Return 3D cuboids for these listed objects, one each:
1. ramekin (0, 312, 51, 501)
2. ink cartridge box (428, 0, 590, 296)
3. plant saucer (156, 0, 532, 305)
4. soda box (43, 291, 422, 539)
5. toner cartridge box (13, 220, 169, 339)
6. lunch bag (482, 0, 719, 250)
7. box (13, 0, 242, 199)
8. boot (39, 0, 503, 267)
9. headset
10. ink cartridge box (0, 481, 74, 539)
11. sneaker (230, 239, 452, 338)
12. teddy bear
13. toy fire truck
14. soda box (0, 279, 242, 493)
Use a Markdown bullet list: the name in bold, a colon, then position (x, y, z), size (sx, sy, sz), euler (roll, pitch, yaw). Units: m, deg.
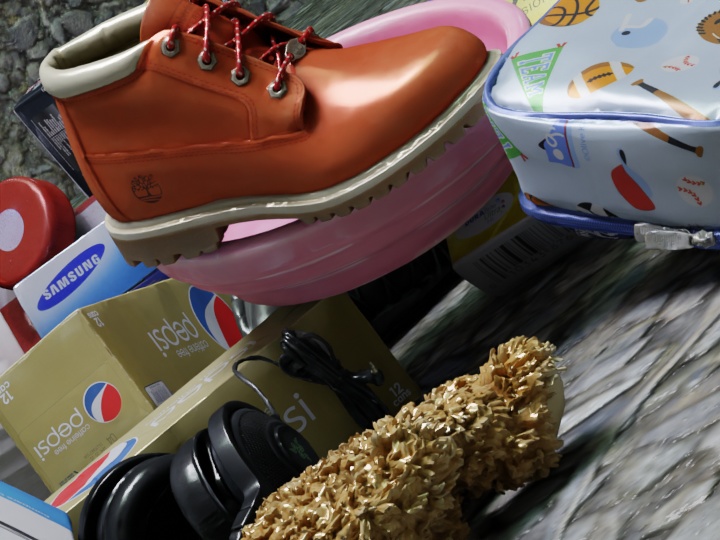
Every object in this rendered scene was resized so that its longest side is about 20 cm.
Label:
- **ramekin**: position (-0.215, 0.084, 1.367), size (0.105, 0.201, 0.200), euler (-28, 7, -10)
- **ink cartridge box**: position (0.110, -0.118, 1.239), size (0.197, 0.047, 0.200), euler (-34, 50, 26)
- **plant saucer**: position (-0.004, -0.049, 1.192), size (0.200, 0.051, 0.201), euler (-26, 24, 12)
- **soda box**: position (-0.072, 0.091, 1.165), size (0.200, 0.064, 0.068), euler (-40, 9, -13)
- **toner cartridge box**: position (-0.081, -0.022, 1.421), size (0.200, 0.043, 0.095), euler (-35, -20, 4)
- **lunch bag**: position (0.153, -0.082, 1.045), size (0.160, 0.076, 0.200), euler (8, 42, 42)
- **box**: position (-0.094, -0.069, 1.626), size (0.159, 0.200, 0.046), euler (-31, 15, 38)
- **boot**: position (-0.039, -0.075, 1.094), size (0.199, 0.107, 0.075), euler (-16, 26, 25)
- **headset**: position (-0.049, 0.103, 1.068), size (0.123, 0.094, 0.200), euler (-30, 27, 44)
- **ink cartridge box**: position (-0.172, 0.156, 1.004), size (0.145, 0.084, 0.200), euler (-63, 10, 0)
- **sneaker**: position (0.000, 0.000, 1.339), size (0.091, 0.076, 0.200), euler (-24, 17, 28)
- **teddy bear**: position (-0.008, 0.088, 0.917), size (0.200, 0.067, 0.145), euler (-39, 6, -14)
- **toy fire truck**: position (-0.177, 0.048, 1.541), size (0.200, 0.168, 0.112), euler (-34, -25, 27)
- **soda box**: position (-0.103, 0.050, 1.304), size (0.068, 0.064, 0.200), euler (-40, -7, 18)
